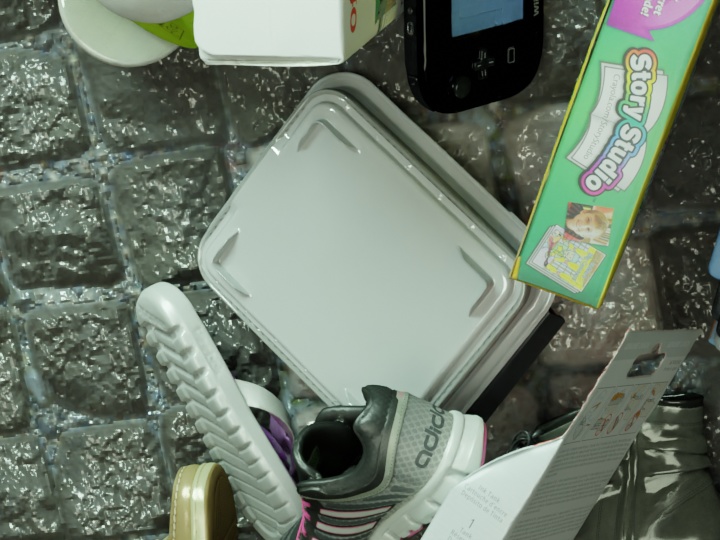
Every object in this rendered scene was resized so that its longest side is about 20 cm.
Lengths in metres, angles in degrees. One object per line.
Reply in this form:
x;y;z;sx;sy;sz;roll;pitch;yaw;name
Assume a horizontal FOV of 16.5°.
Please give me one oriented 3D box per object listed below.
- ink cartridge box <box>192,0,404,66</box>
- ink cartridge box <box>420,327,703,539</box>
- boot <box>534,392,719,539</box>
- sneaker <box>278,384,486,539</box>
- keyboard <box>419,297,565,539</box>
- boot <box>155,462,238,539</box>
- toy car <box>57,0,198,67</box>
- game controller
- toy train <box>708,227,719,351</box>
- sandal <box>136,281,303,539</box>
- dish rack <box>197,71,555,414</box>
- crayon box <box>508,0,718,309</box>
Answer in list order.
-0.024;-0.202;1.354;0.084;0.200;0.147;3;109;14;ink cartridge box
0.107;0.108;1.408;0.050;0.161;0.200;32;101;19;ink cartridge box
0.132;0.150;1.515;0.200;0.068;0.131;-19;91;18;boot
-0.011;0.126;1.449;0.087;0.074;0.200;32;136;-15;sneaker
0.054;0.093;1.494;0.200;0.021;0.127;-54;54;22;keyboard
-0.159;0.200;1.583;0.155;0.073;0.200;11;123;11;boot
-0.137;-0.222;1.416;0.200;0.175;0.150;42;76;-2;toy car
0.065;-0.191;1.393;0.042;0.104;0.201;22;119;49;game controller
0.248;-0.032;1.382;0.087;0.114;0.201;26;112;30;toy train
-0.069;0.090;1.538;0.050;0.082;0.203;-35;109;-22;sandal
0.000;0.000;1.472;0.200;0.044;0.172;44;114;15;dish rack
0.149;-0.101;1.360;0.058;0.173;0.200;21;111;6;crayon box
